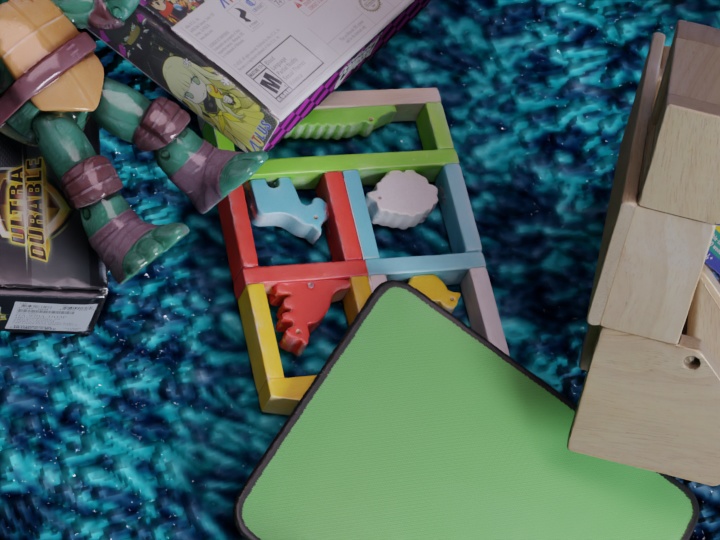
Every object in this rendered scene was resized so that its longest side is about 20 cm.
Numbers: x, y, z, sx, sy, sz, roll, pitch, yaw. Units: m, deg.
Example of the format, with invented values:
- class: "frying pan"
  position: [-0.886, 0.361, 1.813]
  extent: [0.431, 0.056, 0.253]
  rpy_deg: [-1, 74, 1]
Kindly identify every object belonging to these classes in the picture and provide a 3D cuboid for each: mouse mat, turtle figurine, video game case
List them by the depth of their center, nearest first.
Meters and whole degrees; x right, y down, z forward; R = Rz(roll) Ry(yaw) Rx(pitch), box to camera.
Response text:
- class: "turtle figurine"
  position: [-0.141, -0.097, 1.125]
  extent: [0.150, 0.101, 0.200]
  rpy_deg: [-43, 97, -18]
- class: "mouse mat"
  position: [0.055, 0.116, 1.165]
  extent: [0.200, 0.008, 0.161]
  rpy_deg: [37, 62, -4]
- class: "video game case"
  position: [-0.070, -0.162, 1.241]
  extent: [0.181, 0.036, 0.200]
  rpy_deg: [38, 40, 4]

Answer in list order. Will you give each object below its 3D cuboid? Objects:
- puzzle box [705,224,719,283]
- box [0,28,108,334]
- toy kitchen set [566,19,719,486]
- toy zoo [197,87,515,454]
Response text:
- class: "puzzle box"
  position: [0.241, 0.036, 1.272]
  extent: [0.200, 0.025, 0.133]
  rpy_deg: [43, 58, 8]
- class: "box"
  position: [-0.207, -0.068, 1.172]
  extent: [0.159, 0.046, 0.200]
  rpy_deg: [3, 61, -17]
- class: "toy kitchen set"
  position: [0.210, -0.018, 1.174]
  extent: [0.180, 0.200, 0.163]
  rpy_deg: [14, 35, 2]
- class: "toy zoo"
  position: [0.000, 0.000, 1.216]
  extent: [0.131, 0.020, 0.200]
  rpy_deg: [-3, 64, -20]
